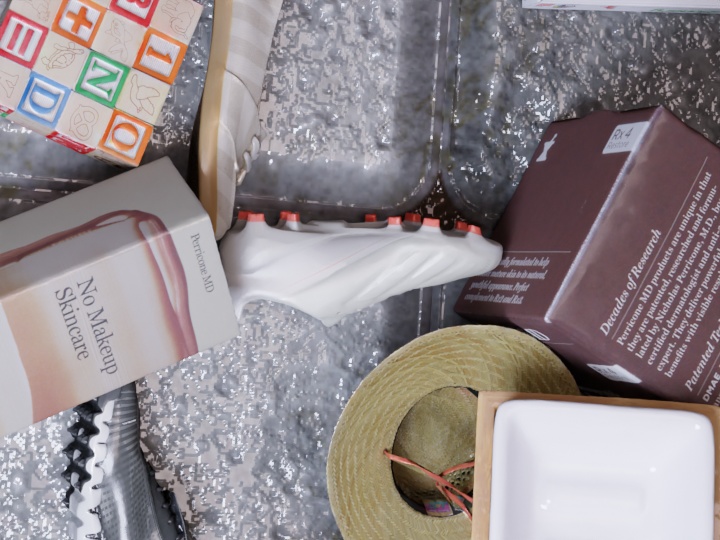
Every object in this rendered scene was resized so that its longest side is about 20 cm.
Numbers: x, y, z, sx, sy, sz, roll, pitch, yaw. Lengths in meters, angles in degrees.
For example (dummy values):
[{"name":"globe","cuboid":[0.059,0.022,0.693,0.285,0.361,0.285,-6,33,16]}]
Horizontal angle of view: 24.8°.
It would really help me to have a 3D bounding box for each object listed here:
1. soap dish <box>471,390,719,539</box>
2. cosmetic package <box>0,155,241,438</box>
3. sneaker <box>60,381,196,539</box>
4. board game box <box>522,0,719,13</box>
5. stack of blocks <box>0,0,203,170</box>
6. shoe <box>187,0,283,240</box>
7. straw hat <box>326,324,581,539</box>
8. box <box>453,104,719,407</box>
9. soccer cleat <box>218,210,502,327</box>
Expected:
[{"name":"soap dish","cuboid":[0.146,0.183,1.035,0.155,0.081,0.202,4,77,1]},{"name":"cosmetic package","cuboid":[-0.187,0.021,1.023,0.198,0.087,0.104,-24,128,-13]},{"name":"sneaker","cuboid":[-0.149,0.160,1.075,0.090,0.066,0.202,3,93,-22]},{"name":"board game box","cuboid":[0.213,-0.257,1.208,0.198,0.035,0.128,-1,92,-19]},{"name":"stack of blocks","cuboid":[-0.164,-0.180,1.066,0.114,0.059,0.202,23,83,-18]},{"name":"shoe","cuboid":[-0.081,-0.117,1.089,0.053,0.070,0.202,7,86,-10]},{"name":"straw hat","cuboid":[0.054,0.118,1.131,0.199,0.085,0.203,-6,110,-15]},{"name":"box","cuboid":[0.207,0.010,1.139,0.199,0.166,0.165,31,82,-16]},{"name":"soccer cleat","cuboid":[0.000,0.000,1.125,0.198,0.069,0.079,1,95,-12]}]
